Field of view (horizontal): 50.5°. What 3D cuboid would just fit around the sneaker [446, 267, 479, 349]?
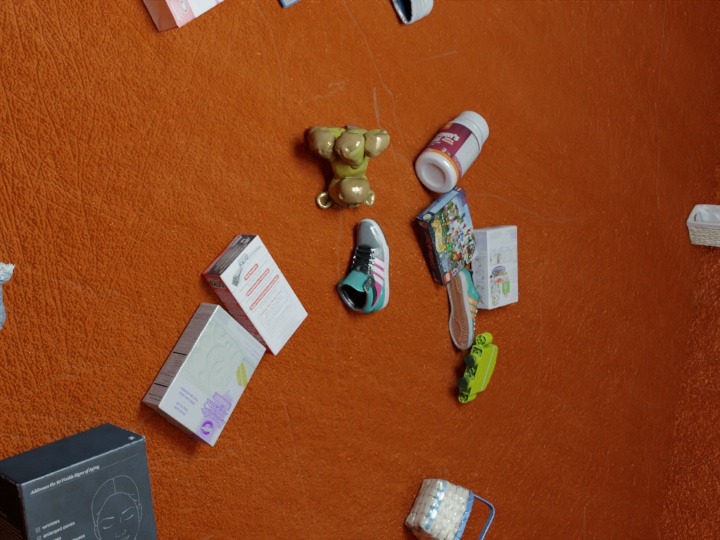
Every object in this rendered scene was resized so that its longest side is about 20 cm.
[{"bbox_3d":[0.268,0.094,1.916,0.079,0.071,0.204,-11,100,-42],"label":"sneaker"}]

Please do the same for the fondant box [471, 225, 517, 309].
[{"bbox_3d":[0.352,-0.010,2.001,0.143,0.058,0.204,-10,99,-47],"label":"fondant box"}]

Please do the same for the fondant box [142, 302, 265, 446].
[{"bbox_3d":[-0.269,0.182,1.339,0.145,0.058,0.202,48,60,-38],"label":"fondant box"}]

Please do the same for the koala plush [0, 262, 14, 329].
[{"bbox_3d":[-0.511,0.049,0.957,0.183,0.198,0.181,31,70,-44],"label":"koala plush"}]

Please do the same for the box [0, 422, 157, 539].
[{"bbox_3d":[-0.422,0.361,1.135,0.198,0.122,0.201,-13,104,-46],"label":"box"}]

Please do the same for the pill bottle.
[{"bbox_3d":[0.221,-0.285,1.809,0.201,0.108,0.111,-51,127,-32],"label":"pill bottle"}]

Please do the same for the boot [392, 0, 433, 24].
[{"bbox_3d":[0.104,-0.650,1.678,0.096,0.072,0.203,-46,126,-43],"label":"boot"}]

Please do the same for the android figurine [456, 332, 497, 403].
[{"bbox_3d":[0.302,0.249,1.955,0.199,0.040,0.186,-4,110,-63],"label":"android figurine"}]

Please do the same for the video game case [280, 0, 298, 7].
[{"bbox_3d":[-0.125,-0.609,1.398,0.202,0.141,0.018,60,12,-31],"label":"video game case"}]

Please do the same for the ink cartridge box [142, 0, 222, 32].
[{"bbox_3d":[-0.278,-0.499,1.275,0.200,0.067,0.118,-46,125,-34],"label":"ink cartridge box"}]

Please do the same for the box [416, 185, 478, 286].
[{"bbox_3d":[0.211,-0.081,1.821,0.136,0.037,0.202,-41,133,-25],"label":"box"}]

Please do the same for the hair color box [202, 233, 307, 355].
[{"bbox_3d":[-0.192,0.045,1.412,0.111,0.063,0.202,-51,128,-31],"label":"hair color box"}]

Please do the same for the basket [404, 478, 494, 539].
[{"bbox_3d":[0.220,0.600,1.833,0.199,0.139,0.178,36,63,-9],"label":"basket"}]

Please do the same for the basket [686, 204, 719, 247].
[{"bbox_3d":[1.455,-0.179,3.118,0.136,0.197,0.125,-46,128,-35],"label":"basket"}]

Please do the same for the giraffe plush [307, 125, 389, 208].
[{"bbox_3d":[-0.026,-0.201,1.538,0.200,0.169,0.166,-60,155,-73],"label":"giraffe plush"}]

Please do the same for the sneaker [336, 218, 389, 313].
[{"bbox_3d":[0.000,0.000,1.611,0.120,0.082,0.204,-25,112,-54],"label":"sneaker"}]
